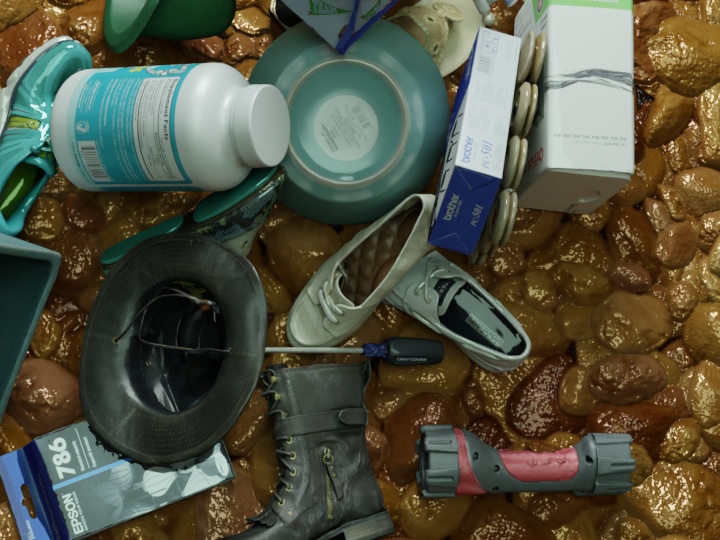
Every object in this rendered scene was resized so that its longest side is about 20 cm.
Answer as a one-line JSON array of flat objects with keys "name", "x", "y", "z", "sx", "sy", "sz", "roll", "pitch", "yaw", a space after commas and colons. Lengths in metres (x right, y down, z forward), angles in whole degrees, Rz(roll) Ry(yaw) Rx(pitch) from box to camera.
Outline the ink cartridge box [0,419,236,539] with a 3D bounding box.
[{"name": "ink cartridge box", "x": -0.220, "y": 0.177, "z": 1.225, "sx": 0.199, "sy": 0.039, "sz": 0.100, "roll": -21, "pitch": 83, "yaw": -10}]

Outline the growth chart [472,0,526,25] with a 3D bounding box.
[{"name": "growth chart", "x": 0.171, "y": -0.334, "z": 1.350, "sx": 0.200, "sy": 0.018, "sz": 0.145, "roll": -39, "pitch": 123, "yaw": -15}]

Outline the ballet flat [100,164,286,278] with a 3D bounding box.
[{"name": "ballet flat", "x": -0.140, "y": -0.029, "z": 1.236, "sx": 0.199, "sy": 0.074, "sz": 0.075, "roll": -25, "pitch": 82, "yaw": 19}]

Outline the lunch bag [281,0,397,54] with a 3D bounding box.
[{"name": "lunch bag", "x": -0.003, "y": -0.321, "z": 1.179, "sx": 0.170, "sy": 0.124, "sz": 0.200, "roll": 43, "pitch": 60, "yaw": 3}]

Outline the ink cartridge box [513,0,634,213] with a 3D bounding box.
[{"name": "ink cartridge box", "x": 0.199, "y": -0.169, "z": 1.291, "sx": 0.083, "sy": 0.146, "sz": 0.202, "roll": 4, "pitch": 78, "yaw": -7}]

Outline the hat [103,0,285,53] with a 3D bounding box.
[{"name": "hat", "x": -0.128, "y": -0.250, "z": 1.283, "sx": 0.175, "sy": 0.201, "sz": 0.166, "roll": 19, "pitch": 121, "yaw": -28}]

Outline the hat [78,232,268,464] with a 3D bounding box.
[{"name": "hat", "x": -0.152, "y": 0.073, "z": 1.192, "sx": 0.199, "sy": 0.081, "sz": 0.202, "roll": -6, "pitch": 72, "yaw": 19}]

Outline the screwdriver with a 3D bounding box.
[{"name": "screwdriver", "x": -0.012, "y": 0.072, "z": 1.249, "sx": 0.199, "sy": 0.029, "sz": 0.028, "roll": 4, "pitch": 64, "yaw": -28}]

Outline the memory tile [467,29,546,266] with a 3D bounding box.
[{"name": "memory tile", "x": 0.133, "y": -0.110, "z": 1.264, "sx": 0.017, "sy": 0.153, "sz": 0.202, "roll": 13, "pitch": 80, "yaw": -5}]

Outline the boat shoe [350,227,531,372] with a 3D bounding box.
[{"name": "boat shoe", "x": 0.078, "y": 0.020, "z": 1.279, "sx": 0.199, "sy": 0.065, "sz": 0.074, "roll": 32, "pitch": 77, "yaw": 0}]

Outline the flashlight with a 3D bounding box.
[{"name": "flashlight", "x": 0.152, "y": 0.174, "z": 1.260, "sx": 0.198, "sy": 0.068, "sz": 0.069, "roll": -1, "pitch": 76, "yaw": -6}]

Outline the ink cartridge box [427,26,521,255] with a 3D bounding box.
[{"name": "ink cartridge box", "x": 0.102, "y": -0.118, "z": 1.210, "sx": 0.044, "sy": 0.094, "sz": 0.201, "roll": 16, "pitch": 45, "yaw": -2}]

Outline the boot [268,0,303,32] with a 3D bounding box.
[{"name": "boot", "x": -0.001, "y": -0.314, "z": 1.297, "sx": 0.200, "sy": 0.138, "sz": 0.078, "roll": -42, "pitch": 87, "yaw": -13}]

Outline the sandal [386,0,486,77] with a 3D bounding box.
[{"name": "sandal", "x": 0.047, "y": -0.215, "z": 1.319, "sx": 0.211, "sy": 0.070, "sz": 0.078, "roll": -36, "pitch": 85, "yaw": -13}]

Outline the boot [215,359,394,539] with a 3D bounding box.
[{"name": "boot", "x": -0.065, "y": 0.171, "z": 1.228, "sx": 0.199, "sy": 0.069, "sz": 0.175, "roll": -9, "pitch": 79, "yaw": -28}]

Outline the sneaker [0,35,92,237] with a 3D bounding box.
[{"name": "sneaker", "x": -0.293, "y": -0.116, "z": 1.242, "sx": 0.079, "sy": 0.077, "sz": 0.201, "roll": 20, "pitch": 82, "yaw": 40}]

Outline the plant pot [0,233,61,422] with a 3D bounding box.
[{"name": "plant pot", "x": -0.410, "y": 0.031, "z": 1.138, "sx": 0.199, "sy": 0.196, "sz": 0.197, "roll": 24, "pitch": 94, "yaw": 20}]

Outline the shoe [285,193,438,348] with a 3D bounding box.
[{"name": "shoe", "x": 0.000, "y": 0.000, "z": 1.246, "sx": 0.200, "sy": 0.053, "sz": 0.070, "roll": -43, "pitch": 70, "yaw": 13}]

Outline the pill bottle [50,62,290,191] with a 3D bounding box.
[{"name": "pill bottle", "x": -0.164, "y": -0.125, "z": 1.198, "sx": 0.199, "sy": 0.111, "sz": 0.112, "roll": 2, "pitch": 77, "yaw": 26}]

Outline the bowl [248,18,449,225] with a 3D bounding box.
[{"name": "bowl", "x": -0.013, "y": -0.138, "z": 1.248, "sx": 0.199, "sy": 0.105, "sz": 0.203, "roll": 0, "pitch": 97, "yaw": -1}]
